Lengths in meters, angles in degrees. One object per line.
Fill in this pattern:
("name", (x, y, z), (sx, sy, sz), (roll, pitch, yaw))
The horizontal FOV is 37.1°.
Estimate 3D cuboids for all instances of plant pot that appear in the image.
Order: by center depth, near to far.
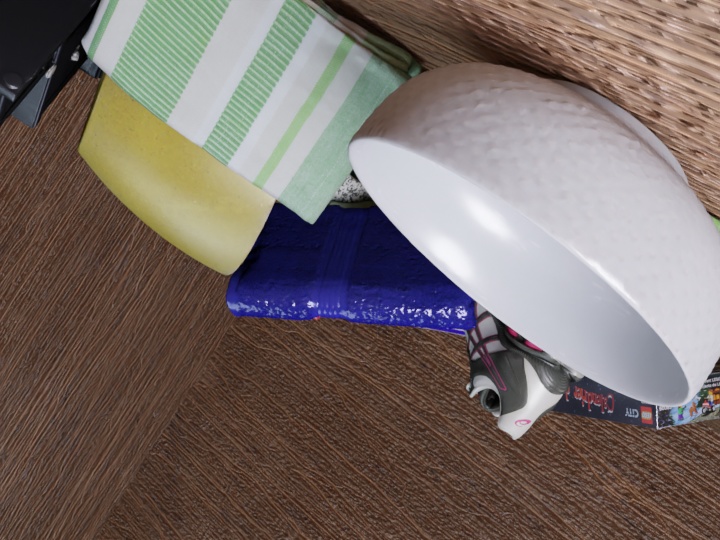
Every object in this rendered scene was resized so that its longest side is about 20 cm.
("plant pot", (-0.136, -0.115, 0.831), (0.140, 0.203, 0.200), (20, -175, -18))

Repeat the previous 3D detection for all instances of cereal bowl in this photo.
("cereal bowl", (0.093, -0.029, 0.509), (0.199, 0.084, 0.200), (37, 172, 6))

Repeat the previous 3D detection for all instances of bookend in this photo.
("bookend", (-0.248, -0.162, 0.771), (0.091, 0.201, 0.199), (33, 144, -9))

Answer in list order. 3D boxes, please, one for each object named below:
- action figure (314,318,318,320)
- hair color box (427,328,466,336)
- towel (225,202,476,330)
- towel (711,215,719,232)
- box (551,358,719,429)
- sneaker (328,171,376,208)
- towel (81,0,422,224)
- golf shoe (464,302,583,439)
("action figure", (-0.094, -0.053, 0.990), (0.199, 0.065, 0.100), (37, -138, -9))
("hair color box", (0.082, -0.015, 1.168), (0.108, 0.065, 0.201), (12, -147, -17))
("towel", (0.000, 0.000, 0.872), (0.196, 0.050, 0.148), (3, -146, 8))
("towel", (0.154, -0.032, 0.655), (0.148, 0.031, 0.200), (34, -179, 17))
("box", (0.247, 0.100, 0.939), (0.135, 0.038, 0.199), (-4, -179, -24))
("sneaker", (0.012, -0.061, 0.987), (0.199, 0.088, 0.078), (34, -144, -45))
("towel", (-0.077, -0.136, 0.699), (0.199, 0.153, 0.024), (34, -140, -8))
("golf shoe", (0.113, 0.070, 0.912), (0.077, 0.089, 0.200), (33, -177, -17))
